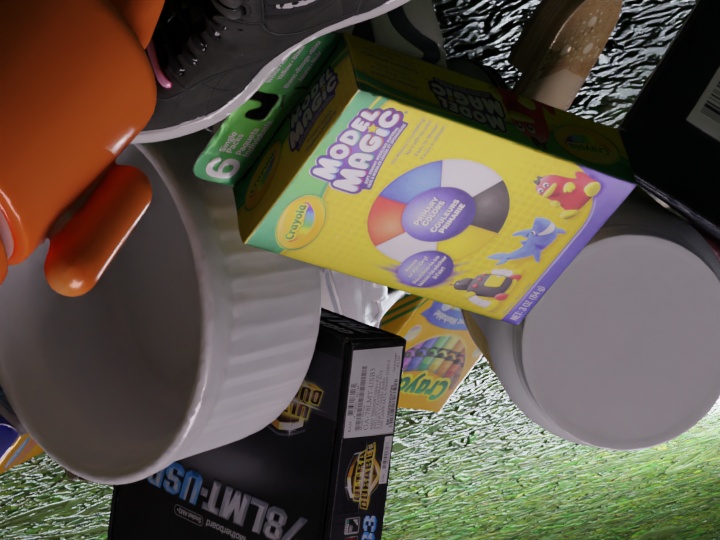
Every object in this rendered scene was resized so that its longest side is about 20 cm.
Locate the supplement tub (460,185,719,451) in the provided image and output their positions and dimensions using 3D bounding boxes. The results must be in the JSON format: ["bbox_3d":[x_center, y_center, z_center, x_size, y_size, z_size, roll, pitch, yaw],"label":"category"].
[{"bbox_3d":[0.138,0.021,1.412,0.144,0.147,0.200,-13,-168,-3],"label":"supplement tub"}]

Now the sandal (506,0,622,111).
[{"bbox_3d":[0.099,-0.055,1.288,0.077,0.070,0.213,-16,141,-43],"label":"sandal"}]

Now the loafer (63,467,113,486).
[{"bbox_3d":[-0.184,0.107,1.618,0.068,0.199,0.076,-55,166,0],"label":"loafer"}]

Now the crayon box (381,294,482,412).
[{"bbox_3d":[0.046,0.025,1.591,0.200,0.052,0.125,-53,151,16],"label":"crayon box"}]

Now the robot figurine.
[{"bbox_3d":[-0.166,-0.063,1.035,0.116,0.200,0.144,13,145,47],"label":"robot figurine"}]

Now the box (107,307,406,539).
[{"bbox_3d":[-0.065,0.113,1.373,0.049,0.200,0.199,1,-168,-42],"label":"box"}]

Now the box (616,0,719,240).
[{"bbox_3d":[0.239,-0.082,1.335,0.149,0.107,0.200,-58,156,4],"label":"box"}]

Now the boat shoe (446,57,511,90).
[{"bbox_3d":[0.065,-0.083,1.397,0.071,0.072,0.200,-28,172,-13],"label":"boat shoe"}]

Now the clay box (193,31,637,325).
[{"bbox_3d":[0.026,-0.046,1.207,0.199,0.048,0.115,15,130,-30],"label":"clay box"}]

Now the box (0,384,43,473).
[{"bbox_3d":[-0.219,0.055,1.407,0.042,0.119,0.200,-51,172,19],"label":"box"}]

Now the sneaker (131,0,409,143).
[{"bbox_3d":[-0.067,-0.126,1.104,0.199,0.071,0.099,-27,160,21],"label":"sneaker"}]

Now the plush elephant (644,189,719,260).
[{"bbox_3d":[0.264,0.009,1.713,0.199,0.156,0.165,-4,162,-30],"label":"plush elephant"}]

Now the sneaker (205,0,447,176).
[{"bbox_3d":[-0.023,-0.083,1.269,0.128,0.080,0.199,-12,165,-4],"label":"sneaker"}]

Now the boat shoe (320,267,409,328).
[{"bbox_3d":[0.000,0.000,1.436,0.068,0.073,0.200,-14,156,3],"label":"boat shoe"}]

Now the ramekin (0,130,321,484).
[{"bbox_3d":[-0.112,0.009,1.304,0.097,0.202,0.200,-9,166,-43],"label":"ramekin"}]
